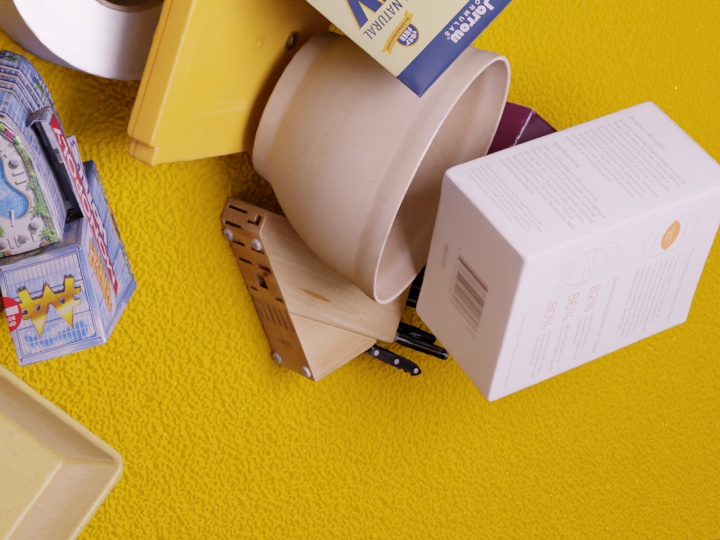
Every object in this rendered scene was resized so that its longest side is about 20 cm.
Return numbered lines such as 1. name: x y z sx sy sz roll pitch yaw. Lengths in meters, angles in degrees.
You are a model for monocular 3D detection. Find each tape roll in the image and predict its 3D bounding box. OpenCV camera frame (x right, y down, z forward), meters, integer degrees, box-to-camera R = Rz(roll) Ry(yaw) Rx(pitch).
1. tape roll: -0.173 -0.237 1.224 0.201 0.071 0.204 -9 107 -31

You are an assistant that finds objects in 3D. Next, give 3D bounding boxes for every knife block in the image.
1. knife block: 0.000 0.000 1.404 0.175 0.064 0.201 -32 117 -24

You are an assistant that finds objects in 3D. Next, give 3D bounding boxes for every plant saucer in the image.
1. plant saucer: -0.300 0.162 1.252 0.200 0.048 0.201 43 77 -34

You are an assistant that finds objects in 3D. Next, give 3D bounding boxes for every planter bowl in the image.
1. planter bowl: 0.006 -0.096 1.292 0.201 0.134 0.201 -56 166 -21

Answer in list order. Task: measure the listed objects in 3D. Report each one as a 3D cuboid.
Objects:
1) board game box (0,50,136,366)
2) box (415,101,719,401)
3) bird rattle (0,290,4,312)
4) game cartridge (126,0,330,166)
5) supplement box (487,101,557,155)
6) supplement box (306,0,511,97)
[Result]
1. board game box: -0.209 -0.031 1.171 0.061 0.200 0.201 -16 114 0
2. box: 0.159 -0.017 1.322 0.199 0.106 0.153 -19 141 -28
3. bird rattle: -0.299 0.012 1.138 0.163 0.199 0.114 -32 121 -50
4. game cartridge: -0.084 -0.167 1.248 0.200 0.032 0.177 -16 129 -60
5. supplement box: 0.144 -0.039 1.467 0.200 0.103 0.131 34 83 -34
6. supplement box: 0.020 -0.262 1.184 0.199 0.200 0.134 39 119 -13
